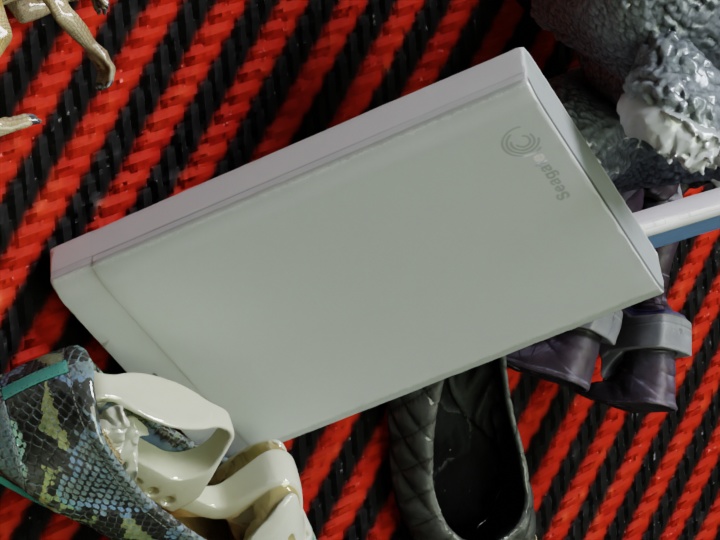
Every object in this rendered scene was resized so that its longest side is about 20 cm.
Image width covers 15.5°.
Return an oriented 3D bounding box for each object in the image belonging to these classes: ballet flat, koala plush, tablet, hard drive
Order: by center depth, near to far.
[{"bbox_3d":[0.000,0.000,1.012,0.132,0.199,0.026,52,24,-43],"label":"hard drive"},{"bbox_3d":[-0.063,0.086,1.029,0.200,0.074,0.075,32,80,-44],"label":"ballet flat"},{"bbox_3d":[0.132,-0.116,1.038,0.200,0.183,0.179,9,82,-75],"label":"koala plush"},{"bbox_3d":[0.165,-0.030,1.115,0.199,0.130,0.014,-17,86,-12],"label":"tablet"},{"bbox_3d":[0.047,0.072,1.167,0.066,0.057,0.201,-36,127,-32],"label":"ballet flat"}]

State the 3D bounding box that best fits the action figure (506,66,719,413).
[{"bbox_3d":[0.128,-0.040,1.212,0.130,0.069,0.201,24,82,-41],"label":"action figure"}]

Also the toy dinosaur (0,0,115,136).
[{"bbox_3d":[-0.143,-0.098,0.921,0.200,0.058,0.102,-29,109,-47],"label":"toy dinosaur"}]
